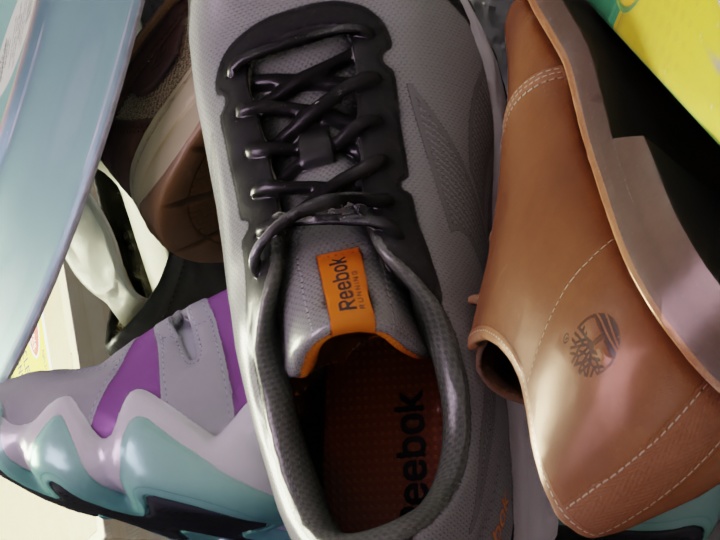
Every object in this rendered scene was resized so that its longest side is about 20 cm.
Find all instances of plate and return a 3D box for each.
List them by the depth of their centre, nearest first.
[{"bbox_3d":[-0.104,-0.038,0.871,0.200,0.025,0.201,-161,90,-75],"label":"plate"}]

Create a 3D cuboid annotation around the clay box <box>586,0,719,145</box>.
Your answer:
[{"bbox_3d":[0.104,-0.076,0.600,0.200,0.047,0.115,-123,51,-62],"label":"clay box"}]

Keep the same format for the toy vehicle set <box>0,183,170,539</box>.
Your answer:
[{"bbox_3d":[-0.120,0.028,1.077,0.124,0.026,0.201,-42,52,48],"label":"toy vehicle set"}]

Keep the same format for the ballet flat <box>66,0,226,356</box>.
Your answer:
[{"bbox_3d":[-0.074,-0.050,0.972,0.068,0.068,0.201,-52,44,40],"label":"ballet flat"}]

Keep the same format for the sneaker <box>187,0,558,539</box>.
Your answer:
[{"bbox_3d":[0.000,-0.012,0.704,0.074,0.079,0.201,-16,72,9],"label":"sneaker"}]

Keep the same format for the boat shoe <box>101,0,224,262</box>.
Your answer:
[{"bbox_3d":[-0.005,-0.098,0.815,0.200,0.072,0.072,-54,49,11],"label":"boat shoe"}]

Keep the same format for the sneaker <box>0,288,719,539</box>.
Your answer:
[{"bbox_3d":[0.000,0.000,0.783,0.078,0.199,0.141,51,-137,-71],"label":"sneaker"}]

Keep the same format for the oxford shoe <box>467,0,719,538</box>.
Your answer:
[{"bbox_3d":[0.049,-0.011,0.670,0.071,0.071,0.200,-45,19,18],"label":"oxford shoe"}]
